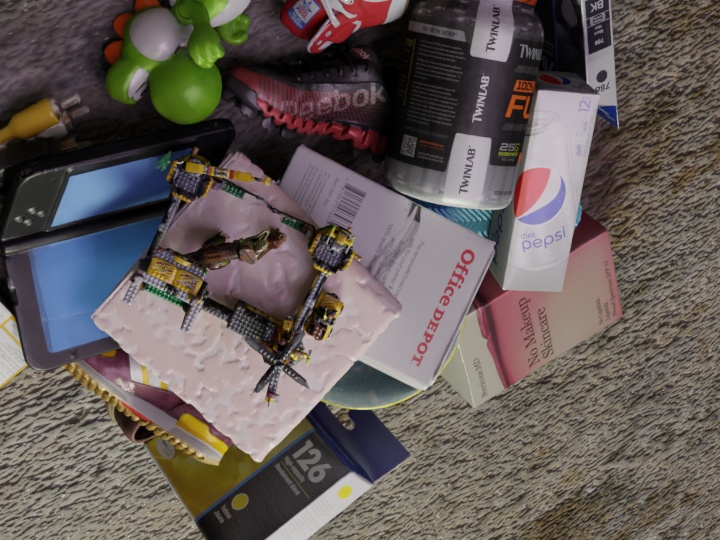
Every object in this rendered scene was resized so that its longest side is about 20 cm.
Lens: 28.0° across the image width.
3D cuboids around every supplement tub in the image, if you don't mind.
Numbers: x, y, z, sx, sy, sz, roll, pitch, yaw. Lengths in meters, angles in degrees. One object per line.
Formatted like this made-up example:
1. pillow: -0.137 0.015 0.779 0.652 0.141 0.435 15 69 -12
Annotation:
1. supplement tub: 0.094 -0.163 1.281 0.122 0.122 0.202 2 104 -34

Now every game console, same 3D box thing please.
1. game console: -0.195 -0.023 1.227 0.199 0.117 0.176 -17 161 -31

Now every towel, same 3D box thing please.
1. towel: -0.096 0.033 1.232 0.200 0.032 0.191 42 93 -9

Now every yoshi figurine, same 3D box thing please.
1. yoshi figurine: -0.121 -0.201 1.191 0.200 0.112 0.112 -48 139 6

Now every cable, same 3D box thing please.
1. cable: -0.315 -0.086 1.192 0.198 0.051 0.097 -16 147 -9

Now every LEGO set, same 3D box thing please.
1. LEGO set: -0.097 -0.003 1.152 0.199 0.116 0.154 35 94 -8

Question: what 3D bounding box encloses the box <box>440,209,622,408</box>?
1. box: 0.159 0.027 1.512 0.199 0.109 0.129 -30 131 -14

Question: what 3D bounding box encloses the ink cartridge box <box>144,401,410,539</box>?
1. ink cartridge box: -0.084 0.173 1.385 0.200 0.198 0.047 -39 133 -7

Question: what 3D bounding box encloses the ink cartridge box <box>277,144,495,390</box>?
1. ink cartridge box: 0.000 0.000 1.302 0.199 0.084 0.146 27 84 -2

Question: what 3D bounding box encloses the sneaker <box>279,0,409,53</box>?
1. sneaker: -0.014 -0.251 1.209 0.112 0.072 0.200 -26 162 -12

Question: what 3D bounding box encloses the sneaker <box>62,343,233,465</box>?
1. sneaker: -0.190 0.090 1.316 0.199 0.075 0.090 36 74 -7

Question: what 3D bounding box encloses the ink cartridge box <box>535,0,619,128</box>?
1. ink cartridge box: 0.201 -0.232 1.384 0.039 0.099 0.201 -25 128 -17

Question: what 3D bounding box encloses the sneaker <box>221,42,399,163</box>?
1. sneaker: -0.035 -0.164 1.292 0.199 0.071 0.099 10 112 -39

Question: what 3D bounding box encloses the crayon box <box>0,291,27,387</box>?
1. crayon box: -0.386 0.083 1.228 0.200 0.052 0.126 -40 132 -6

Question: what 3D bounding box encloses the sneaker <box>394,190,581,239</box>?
1. sneaker: 0.117 -0.065 1.454 0.198 0.081 0.077 -3 123 -9

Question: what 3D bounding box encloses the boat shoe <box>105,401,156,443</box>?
1. boat shoe: -0.144 0.105 1.387 0.199 0.072 0.073 -24 129 -18

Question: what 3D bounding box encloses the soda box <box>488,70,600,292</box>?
1. soda box: 0.170 -0.084 1.368 0.063 0.068 0.202 2 114 -13

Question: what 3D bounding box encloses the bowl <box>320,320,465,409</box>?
1. bowl: -0.002 0.033 1.395 0.198 0.108 0.202 0 85 -5
